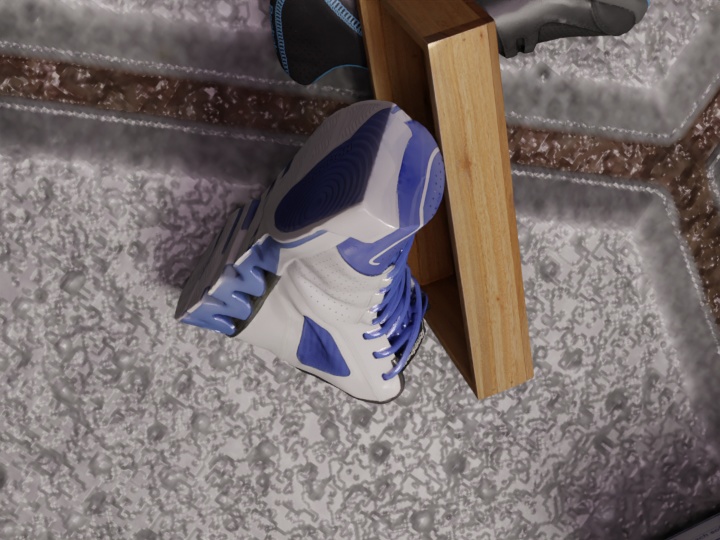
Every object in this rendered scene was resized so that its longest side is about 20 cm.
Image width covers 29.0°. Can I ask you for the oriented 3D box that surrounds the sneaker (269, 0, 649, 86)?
[{"bbox_3d":[0.050,-0.134,0.722,0.197,0.074,0.083,3,118,-7],"label":"sneaker"}]

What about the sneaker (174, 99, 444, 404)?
[{"bbox_3d":[0.000,0.000,0.682,0.114,0.199,0.081,32,58,-18],"label":"sneaker"}]

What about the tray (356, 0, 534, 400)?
[{"bbox_3d":[0.042,-0.046,0.676,0.037,0.099,0.202,-20,128,-10],"label":"tray"}]

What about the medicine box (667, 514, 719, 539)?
[{"bbox_3d":[0.248,0.203,0.742,0.180,0.200,0.104,-24,103,-5],"label":"medicine box"}]
